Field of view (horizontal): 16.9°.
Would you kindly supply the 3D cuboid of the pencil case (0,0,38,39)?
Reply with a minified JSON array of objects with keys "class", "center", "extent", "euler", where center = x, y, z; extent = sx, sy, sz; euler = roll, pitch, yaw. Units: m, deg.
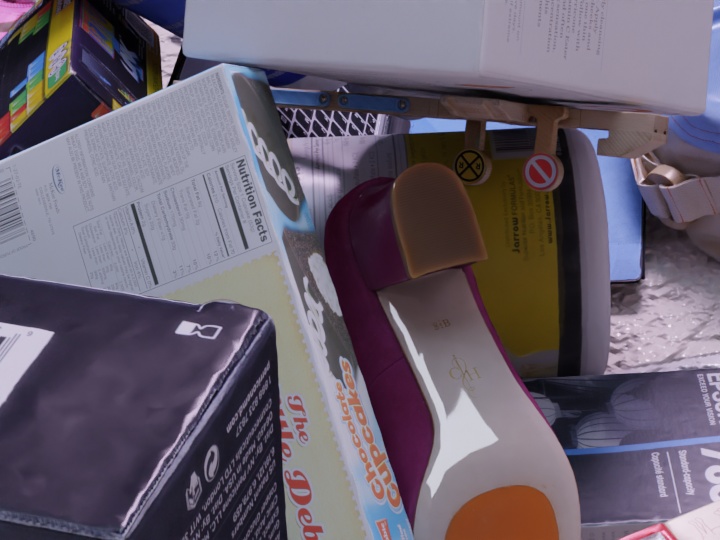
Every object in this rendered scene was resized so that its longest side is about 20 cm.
[{"class":"pencil case","center":[-0.231,-0.105,1.179],"extent":[0.199,0.094,0.091],"euler":[9,14,0]}]

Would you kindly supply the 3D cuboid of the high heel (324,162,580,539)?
[{"class":"high heel","center":[0.027,0.063,0.893],"extent":[0.067,0.201,0.096],"euler":[-15,-5,-18]}]

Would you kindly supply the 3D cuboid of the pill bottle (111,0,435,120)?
[{"class":"pill bottle","center":[-0.040,-0.143,1.040],"extent":[0.199,0.112,0.112],"euler":[27,21,-28]}]

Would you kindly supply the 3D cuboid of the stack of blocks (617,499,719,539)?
[{"class":"stack of blocks","center":[0.166,0.128,0.826],"extent":[0.199,0.059,0.115],"euler":[-19,46,-24]}]

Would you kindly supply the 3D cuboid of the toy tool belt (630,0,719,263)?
[{"class":"toy tool belt","center":[0.184,-0.068,1.084],"extent":[0.124,0.124,0.200],"euler":[-7,33,-6]}]

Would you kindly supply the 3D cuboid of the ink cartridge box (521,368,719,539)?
[{"class":"ink cartridge box","center":[0.097,0.081,0.940],"extent":[0.199,0.039,0.100],"euler":[-3,32,-1]}]

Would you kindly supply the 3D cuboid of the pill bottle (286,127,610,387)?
[{"class":"pill bottle","center":[0.000,0.000,1.004],"extent":[0.199,0.113,0.112],"euler":[-3,33,0]}]

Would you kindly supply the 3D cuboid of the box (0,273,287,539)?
[{"class":"box","center":[-0.130,0.110,0.762],"extent":[0.195,0.201,0.118],"euler":[8,35,17]}]

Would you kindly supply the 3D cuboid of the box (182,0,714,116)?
[{"class":"box","center":[0.041,-0.116,0.913],"extent":[0.124,0.098,0.200],"euler":[6,2,30]}]

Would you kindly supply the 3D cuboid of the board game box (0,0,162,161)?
[{"class":"board game box","center":[-0.156,-0.035,1.003],"extent":[0.165,0.057,0.200],"euler":[-43,18,9]}]

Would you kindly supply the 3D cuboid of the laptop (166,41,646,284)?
[{"class":"laptop","center":[0.029,-0.084,1.132],"extent":[0.116,0.200,0.188],"euler":[-33,23,24]}]

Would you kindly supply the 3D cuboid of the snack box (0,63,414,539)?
[{"class":"snack box","center":[-0.059,0.042,0.851],"extent":[0.116,0.201,0.037],"euler":[-21,-8,22]}]

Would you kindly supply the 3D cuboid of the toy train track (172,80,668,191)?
[{"class":"toy train track","center":[0.020,-0.052,0.943],"extent":[0.199,0.033,0.115],"euler":[6,3,21]}]
